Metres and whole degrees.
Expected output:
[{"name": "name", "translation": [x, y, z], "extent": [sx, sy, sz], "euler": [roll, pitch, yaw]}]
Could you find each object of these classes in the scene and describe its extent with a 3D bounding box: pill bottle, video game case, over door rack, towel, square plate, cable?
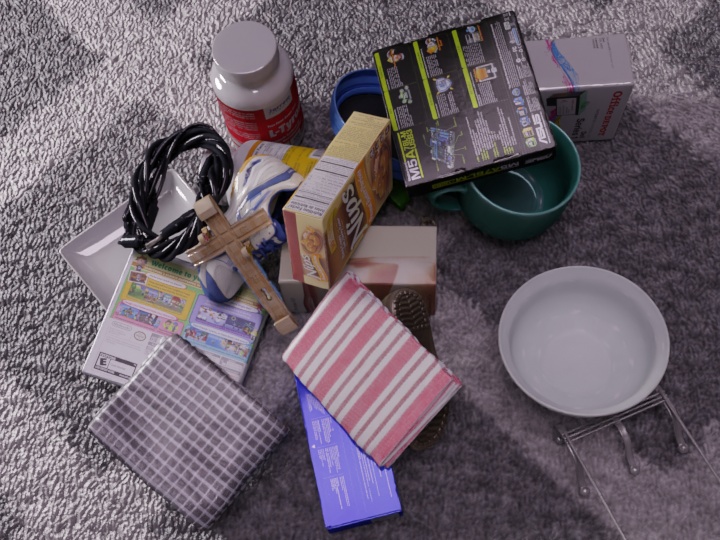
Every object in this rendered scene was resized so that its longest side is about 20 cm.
[{"name": "pill bottle", "translation": [-0.142, -0.245, 1.232], "extent": [0.112, 0.200, 0.112], "euler": [-1, 66, 3]}, {"name": "video game case", "translation": [-0.234, 0.080, 1.168], "extent": [0.200, 0.022, 0.182], "euler": [18, 75, 2]}, {"name": "over door rack", "translation": [0.336, 0.242, 1.050], "extent": [0.148, 0.067, 0.200], "euler": [-22, 46, -6]}, {"name": "towel", "translation": [0.009, 0.118, 1.081], "extent": [0.200, 0.030, 0.146], "euler": [45, 106, 21]}, {"name": "square plate", "translation": [-0.279, -0.016, 1.234], "extent": [0.198, 0.028, 0.200], "euler": [-39, 69, -12]}, {"name": "towel", "translation": [-0.210, 0.191, 1.086], "extent": [0.200, 0.086, 0.166], "euler": [38, 80, 5]}, {"name": "pill bottle", "translation": [-0.113, -0.117, 1.219], "extent": [0.200, 0.111, 0.111], "euler": [11, 67, 15]}, {"name": "cable", "translation": [-0.236, -0.109, 1.162], "extent": [0.163, 0.051, 0.200], "euler": [7, 67, 41]}]

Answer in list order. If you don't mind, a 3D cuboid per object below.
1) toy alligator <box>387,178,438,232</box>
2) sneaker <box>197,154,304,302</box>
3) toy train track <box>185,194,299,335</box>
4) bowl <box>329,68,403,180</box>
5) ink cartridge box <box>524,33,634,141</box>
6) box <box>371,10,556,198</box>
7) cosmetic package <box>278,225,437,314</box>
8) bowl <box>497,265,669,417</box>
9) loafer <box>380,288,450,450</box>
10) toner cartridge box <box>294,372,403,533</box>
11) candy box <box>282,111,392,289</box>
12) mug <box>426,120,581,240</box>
[{"name": "toy alligator", "translation": [0.032, -0.122, 1.246], "extent": [0.200, 0.054, 0.059], "euler": [39, 74, 18]}, {"name": "sneaker", "translation": [-0.135, -0.043, 1.123], "extent": [0.088, 0.075, 0.200], "euler": [28, 101, 28]}, {"name": "toy train track", "translation": [-0.139, -0.001, 1.093], "extent": [0.115, 0.033, 0.200], "euler": [-29, 109, 13]}, {"name": "bowl", "translation": [0.051, -0.200, 1.242], "extent": [0.200, 0.039, 0.201], "euler": [14, 45, -14]}, {"name": "ink cartridge box", "translation": [0.260, -0.244, 1.235], "extent": [0.200, 0.145, 0.084], "euler": [-4, 68, 2]}, {"name": "box", "translation": [0.128, -0.211, 1.136], "extent": [0.193, 0.048, 0.200], "euler": [-16, 72, 8]}, {"name": "cosmetic package", "translation": [0.000, 0.000, 1.169], "extent": [0.200, 0.103, 0.087], "euler": [1, 65, 6]}, {"name": "bowl", "translation": [0.270, 0.101, 1.108], "extent": [0.201, 0.090, 0.201], "euler": [-3, 61, 5]}, {"name": "loafer", "translation": [0.058, 0.123, 1.121], "extent": [0.076, 0.068, 0.200], "euler": [-5, 87, -32]}, {"name": "toner cartridge box", "translation": [-0.016, 0.212, 1.108], "extent": [0.095, 0.043, 0.200], "euler": [-13, 66, -2]}, {"name": "candy box", "translation": [-0.022, -0.088, 1.091], "extent": [0.055, 0.116, 0.200], "euler": [15, 48, 18]}, {"name": "mug", "translation": [0.189, -0.122, 1.196], "extent": [0.185, 0.114, 0.152], "euler": [19, 69, 5]}]
